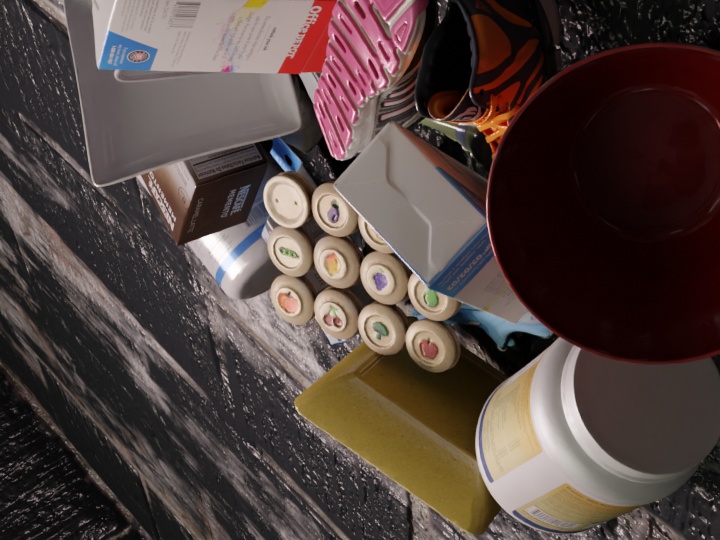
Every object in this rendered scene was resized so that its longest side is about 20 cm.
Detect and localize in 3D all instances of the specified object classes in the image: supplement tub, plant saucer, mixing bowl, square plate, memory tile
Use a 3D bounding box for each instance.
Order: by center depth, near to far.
[{"bbox_3d":[0.182,-0.053,0.845,0.200,0.200,0.108,62,-162,-13],"label":"mixing bowl"},{"bbox_3d":[0.186,0.122,1.069,0.145,0.144,0.200,53,156,8],"label":"supplement tub"},{"bbox_3d":[0.000,0.000,1.181,0.200,0.017,0.154,17,121,29],"label":"memory tile"},{"bbox_3d":[0.070,0.121,1.223,0.200,0.200,0.049,34,123,13],"label":"plant saucer"},{"bbox_3d":[-0.163,-0.188,1.232,0.028,0.198,0.200,53,-157,-72],"label":"square plate"},{"bbox_3d":[-0.144,-0.080,1.463,0.200,0.132,0.132,52,156,13],"label":"supplement tub"}]

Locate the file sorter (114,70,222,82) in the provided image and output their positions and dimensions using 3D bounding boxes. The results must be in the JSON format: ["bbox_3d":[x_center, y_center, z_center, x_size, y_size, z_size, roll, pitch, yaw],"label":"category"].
[{"bbox_3d":[-0.159,-0.273,1.149,0.125,0.139,0.200,-39,64,61],"label":"file sorter"}]

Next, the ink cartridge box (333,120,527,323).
[{"bbox_3d":[0.080,-0.028,1.018,0.115,0.068,0.200,49,-166,28],"label":"ink cartridge box"}]

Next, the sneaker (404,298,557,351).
[{"bbox_3d":[0.110,0.038,1.193,0.090,0.078,0.200,58,157,-11],"label":"sneaker"}]

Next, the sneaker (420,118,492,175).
[{"bbox_3d":[0.110,-0.092,1.037,0.200,0.067,0.090,21,133,48],"label":"sneaker"}]

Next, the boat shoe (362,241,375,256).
[{"bbox_3d":[0.054,-0.041,1.218,0.074,0.076,0.200,44,162,15],"label":"boat shoe"}]

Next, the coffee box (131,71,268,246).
[{"bbox_3d":[-0.176,-0.142,1.307,0.200,0.080,0.114,61,153,18],"label":"coffee box"}]

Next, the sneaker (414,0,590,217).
[{"bbox_3d":[0.091,-0.094,0.910,0.077,0.112,0.200,-8,102,45],"label":"sneaker"}]

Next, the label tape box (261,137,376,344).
[{"bbox_3d":[-0.051,-0.028,1.308,0.200,0.066,0.143,55,173,0],"label":"label tape box"}]

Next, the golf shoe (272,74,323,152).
[{"bbox_3d":[-0.104,-0.170,1.352,0.092,0.075,0.200,47,175,-35],"label":"golf shoe"}]

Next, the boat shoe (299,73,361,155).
[{"bbox_3d":[-0.029,-0.198,1.191,0.057,0.069,0.200,-33,83,32],"label":"boat shoe"}]

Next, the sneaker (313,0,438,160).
[{"bbox_3d":[0.027,-0.152,0.969,0.074,0.087,0.200,60,157,17],"label":"sneaker"}]

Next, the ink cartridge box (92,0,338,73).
[{"bbox_3d":[-0.088,-0.198,0.986,0.116,0.200,0.067,133,132,-64],"label":"ink cartridge box"}]
